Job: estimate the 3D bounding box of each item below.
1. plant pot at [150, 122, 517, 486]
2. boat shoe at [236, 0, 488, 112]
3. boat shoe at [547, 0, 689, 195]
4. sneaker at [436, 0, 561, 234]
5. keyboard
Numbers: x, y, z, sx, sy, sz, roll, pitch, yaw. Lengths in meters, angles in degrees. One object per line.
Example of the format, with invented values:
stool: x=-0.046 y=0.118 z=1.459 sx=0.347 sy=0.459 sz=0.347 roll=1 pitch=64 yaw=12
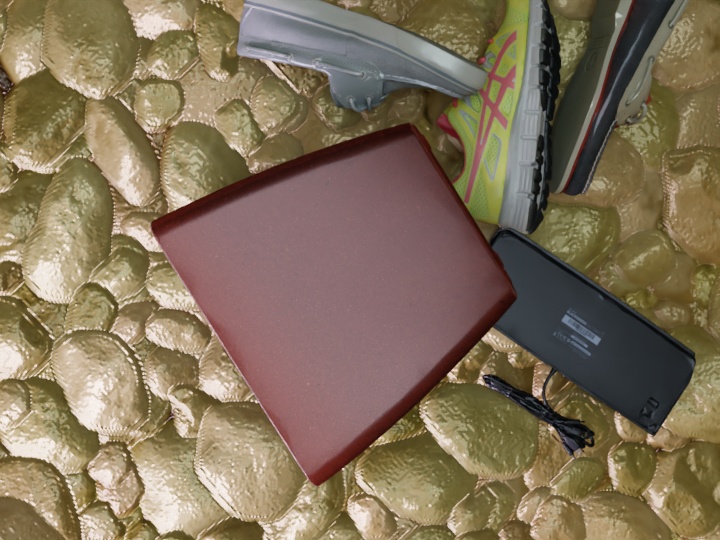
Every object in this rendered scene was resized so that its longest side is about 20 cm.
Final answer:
plant pot: x=0.000 y=0.000 z=0.769 sx=0.176 sy=0.200 sz=0.200 roll=-31 pitch=93 yaw=7
boat shoe: x=-0.003 y=-0.158 z=0.828 sx=0.201 sy=0.070 sz=0.072 roll=22 pitch=103 yaw=16
boat shoe: x=0.200 y=-0.149 z=0.842 sx=0.063 sy=0.071 sz=0.200 roll=17 pitch=96 yaw=-14
sneaker: x=0.103 y=-0.131 z=0.839 sx=0.090 sy=0.078 sz=0.200 roll=5 pitch=81 yaw=21
keyboard: x=0.162 y=0.068 z=0.877 sx=0.200 sy=0.021 sz=0.127 roll=35 pitch=86 yaw=-2
